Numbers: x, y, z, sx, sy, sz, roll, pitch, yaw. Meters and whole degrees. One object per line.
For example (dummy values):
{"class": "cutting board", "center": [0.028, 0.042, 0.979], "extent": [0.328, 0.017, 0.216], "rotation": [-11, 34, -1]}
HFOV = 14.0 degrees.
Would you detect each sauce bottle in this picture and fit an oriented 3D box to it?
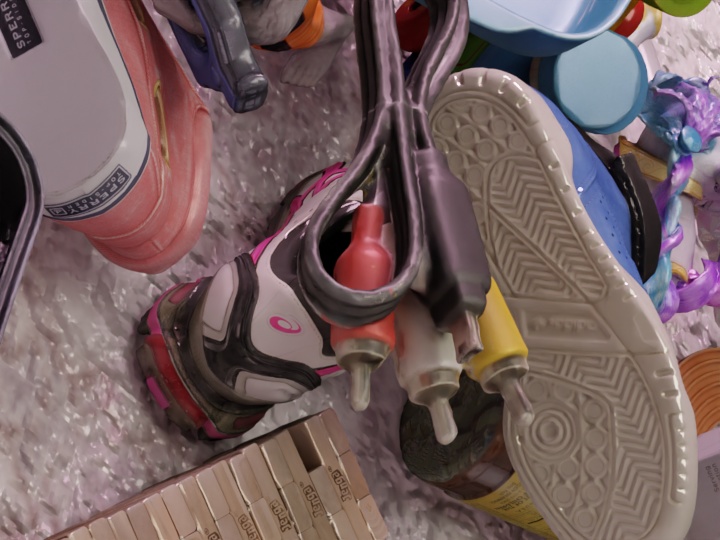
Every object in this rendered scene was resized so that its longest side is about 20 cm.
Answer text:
{"class": "sauce bottle", "center": [0.105, 0.089, 1.224], "extent": [0.200, 0.065, 0.065], "rotation": [25, 52, -39]}

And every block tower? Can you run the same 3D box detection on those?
{"class": "block tower", "center": [-0.066, 0.101, 1.008], "extent": [0.200, 0.054, 0.058], "rotation": [-26, 91, -56]}

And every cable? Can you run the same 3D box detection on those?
{"class": "cable", "center": [0.008, -0.034, 1.057], "extent": [0.097, 0.050, 0.200], "rotation": [9, 52, -29]}

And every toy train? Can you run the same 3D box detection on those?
{"class": "toy train", "center": [0.114, -0.134, 1.264], "extent": [0.200, 0.116, 0.085], "rotation": [-49, 116, -17]}

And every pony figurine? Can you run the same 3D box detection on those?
{"class": "pony figurine", "center": [0.183, -0.041, 1.351], "extent": [0.193, 0.167, 0.200], "rotation": [11, 57, -5]}

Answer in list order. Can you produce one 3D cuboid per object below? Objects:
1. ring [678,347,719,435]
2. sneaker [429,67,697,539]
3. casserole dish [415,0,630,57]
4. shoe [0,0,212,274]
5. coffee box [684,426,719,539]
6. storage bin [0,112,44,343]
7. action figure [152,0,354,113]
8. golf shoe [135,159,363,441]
{"class": "ring", "center": [0.186, 0.133, 1.358], "extent": [0.200, 0.019, 0.201], "rotation": [31, 47, -41]}
{"class": "sneaker", "center": [0.089, 0.021, 1.134], "extent": [0.200, 0.077, 0.111], "rotation": [67, 18, 15]}
{"class": "casserole dish", "center": [0.066, -0.164, 1.202], "extent": [0.121, 0.039, 0.200], "rotation": [28, 54, -6]}
{"class": "shoe", "center": [-0.112, -0.094, 1.054], "extent": [0.200, 0.071, 0.091], "rotation": [69, 9, 25]}
{"class": "coffee box", "center": [0.213, 0.146, 1.171], "extent": [0.080, 0.113, 0.200], "rotation": [-26, 91, -60]}
{"class": "storage bin", "center": [-0.204, -0.027, 0.864], "extent": [0.200, 0.094, 0.135], "rotation": [42, 42, -30]}
{"class": "action figure", "center": [-0.049, -0.158, 1.067], "extent": [0.193, 0.105, 0.200], "rotation": [141, -75, -84]}
{"class": "golf shoe", "center": [0.000, 0.000, 1.122], "extent": [0.073, 0.092, 0.200], "rotation": [58, 34, -8]}
